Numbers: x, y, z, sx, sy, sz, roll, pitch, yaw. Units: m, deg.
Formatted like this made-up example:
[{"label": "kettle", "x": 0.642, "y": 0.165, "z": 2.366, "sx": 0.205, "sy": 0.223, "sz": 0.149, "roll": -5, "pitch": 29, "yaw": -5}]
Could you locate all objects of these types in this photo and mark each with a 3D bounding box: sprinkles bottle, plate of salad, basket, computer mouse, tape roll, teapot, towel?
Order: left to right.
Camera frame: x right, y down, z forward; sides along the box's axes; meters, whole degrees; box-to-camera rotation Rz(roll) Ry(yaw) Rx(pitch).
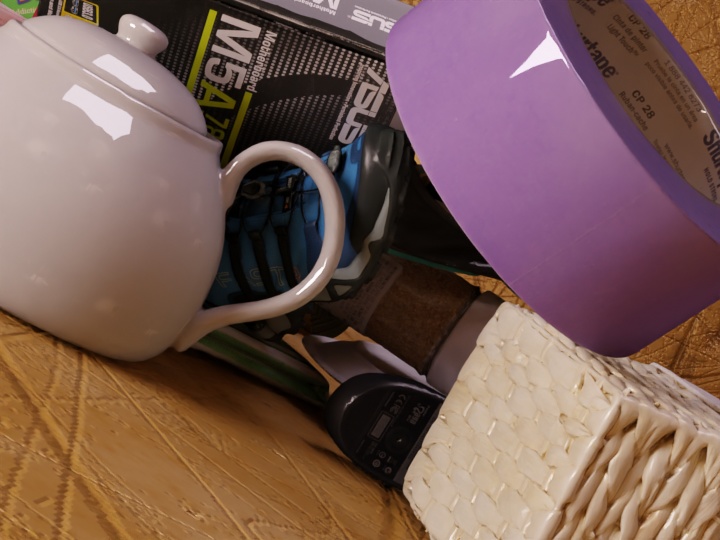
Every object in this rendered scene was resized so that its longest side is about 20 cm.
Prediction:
[{"label": "teapot", "x": -0.136, "y": -0.056, "z": 0.857, "sx": 0.200, "sy": 0.146, "sz": 0.197, "roll": 29, "pitch": 5, "yaw": -44}, {"label": "towel", "x": -0.117, "y": 0.014, "z": 1.066, "sx": 0.200, "sy": 0.023, "sz": 0.152, "roll": 33, "pitch": 3, "yaw": 41}, {"label": "sprinkles bottle", "x": 0.000, "y": 0.000, "z": 1.067, "sx": 0.200, "sy": 0.068, "sz": 0.068, "roll": 34, "pitch": 4, "yaw": 11}, {"label": "plate of salad", "x": 0.047, "y": 0.099, "z": 1.070, "sx": 0.200, "sy": 0.048, "sz": 0.200, "roll": 28, "pitch": 6, "yaw": -4}, {"label": "computer mouse", "x": 0.066, "y": 0.114, "z": 0.961, "sx": 0.200, "sy": 0.059, "sz": 0.034, "roll": 33, "pitch": 5, "yaw": -17}, {"label": "tape roll", "x": 0.108, "y": -0.064, "z": 0.832, "sx": 0.200, "sy": 0.085, "sz": 0.200, "roll": 41, "pitch": 28, "yaw": -28}, {"label": "basket", "x": 0.114, "y": 0.110, "z": 0.847, "sx": 0.123, "sy": 0.136, "sz": 0.200, "roll": 27, "pitch": 5, "yaw": -16}]

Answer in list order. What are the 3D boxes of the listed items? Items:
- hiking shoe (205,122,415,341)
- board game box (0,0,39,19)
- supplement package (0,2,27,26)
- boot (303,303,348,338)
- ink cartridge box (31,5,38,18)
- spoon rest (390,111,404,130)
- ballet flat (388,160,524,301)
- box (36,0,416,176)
[{"label": "hiking shoe", "x": -0.042, "y": -0.022, "z": 0.926, "sx": 0.087, "sy": 0.074, "sz": 0.200, "roll": 23, "pitch": -35, "yaw": -18}, {"label": "board game box", "x": -0.179, "y": -0.129, "z": 1.073, "sx": 0.095, "sy": 0.200, "sz": 0.030, "roll": 5, "pitch": -27, "yaw": -3}, {"label": "supplement package", "x": -0.323, "y": -0.164, "z": 1.022, "sx": 0.200, "sy": 0.111, "sz": 0.156, "roll": 34, "pitch": 4, "yaw": 35}, {"label": "boot", "x": -0.081, "y": -0.057, "z": 1.387, "sx": 0.066, "sy": 0.175, "sz": 0.200, "roll": -17, "pitch": 40, "yaw": -37}, {"label": "ink cartridge box", "x": -0.100, "y": -0.176, "z": 1.055, "sx": 0.148, "sy": 0.200, "sz": 0.086, "roll": 32, "pitch": -36, "yaw": -22}, {"label": "spoon rest", "x": -0.003, "y": -0.107, "z": 0.998, "sx": 0.200, "sy": 0.061, "sz": 0.099, "roll": 29, "pitch": 12, "yaw": -21}, {"label": "ballet flat", "x": 0.088, "y": -0.018, "z": 1.030, "sx": 0.200, "sy": 0.068, "sz": 0.068, "roll": 21, "pitch": 21, "yaw": -28}, {"label": "box", "x": -0.082, "y": -0.097, "z": 0.943, "sx": 0.193, "sy": 0.048, "sz": 0.200, "roll": 22, "pitch": -35, "yaw": -5}]
